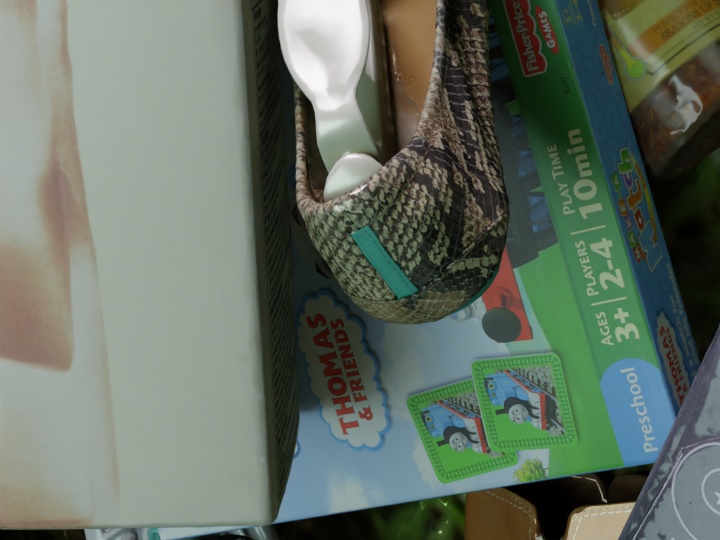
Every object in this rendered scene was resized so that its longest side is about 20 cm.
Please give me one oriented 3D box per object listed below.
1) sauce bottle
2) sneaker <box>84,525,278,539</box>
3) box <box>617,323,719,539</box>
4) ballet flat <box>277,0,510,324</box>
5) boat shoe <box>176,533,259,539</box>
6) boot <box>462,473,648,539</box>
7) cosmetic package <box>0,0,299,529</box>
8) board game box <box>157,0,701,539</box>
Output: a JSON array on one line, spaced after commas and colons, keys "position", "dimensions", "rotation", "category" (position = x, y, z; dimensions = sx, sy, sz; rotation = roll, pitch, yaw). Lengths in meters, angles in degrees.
[{"position": [0.054, -0.121, 0.781], "dimensions": [0.200, 0.066, 0.066], "rotation": [51, 126, 12], "category": "sauce bottle"}, {"position": [-0.075, 0.088, 0.925], "dimensions": [0.077, 0.091, 0.201], "rotation": [-26, 79, 3], "category": "sneaker"}, {"position": [0.178, 0.105, 0.694], "dimensions": [0.199, 0.115, 0.133], "rotation": [30, 105, 21], "category": "box"}, {"position": [0.003, -0.078, 0.684], "dimensions": [0.067, 0.075, 0.201], "rotation": [-23, 46, 21], "category": "ballet flat"}, {"position": [-0.016, 0.184, 0.828], "dimensions": [0.060, 0.072, 0.203], "rotation": [-15, 89, 34], "category": "boat shoe"}, {"position": [0.044, 0.148, 0.854], "dimensions": [0.199, 0.076, 0.157], "rotation": [-3, 101, 36], "category": "boot"}, {"position": [-0.067, -0.035, 0.714], "dimensions": [0.086, 0.103, 0.202], "rotation": [-1, 103, 4], "category": "cosmetic package"}, {"position": [0.000, 0.000, 0.781], "dimensions": [0.199, 0.037, 0.153], "rotation": [-12, 101, 31], "category": "board game box"}]
